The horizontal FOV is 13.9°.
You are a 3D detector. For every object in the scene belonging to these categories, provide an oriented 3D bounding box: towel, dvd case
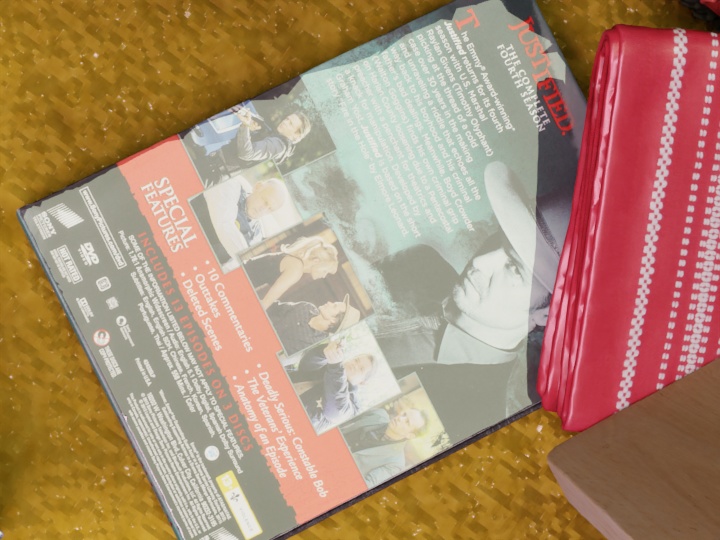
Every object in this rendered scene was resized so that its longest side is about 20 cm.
[{"bbox_3d":[0.166,-0.008,1.029,0.200,0.022,0.145,4,104,-14],"label":"towel"},{"bbox_3d":[0.000,0.000,1.038,0.200,0.022,0.146,-27,88,-9],"label":"dvd case"}]

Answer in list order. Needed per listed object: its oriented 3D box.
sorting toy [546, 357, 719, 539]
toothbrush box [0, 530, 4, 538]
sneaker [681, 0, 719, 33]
[{"bbox_3d":[0.182,0.063,0.931,0.199,0.200,0.070,-28,104,-5],"label":"sorting toy"},{"bbox_3d":[-0.236,0.112,0.960,0.146,0.085,0.200,41,80,-3],"label":"toothbrush box"},{"bbox_3d":[0.201,-0.120,1.058,0.200,0.079,0.096,9,78,-16],"label":"sneaker"}]
